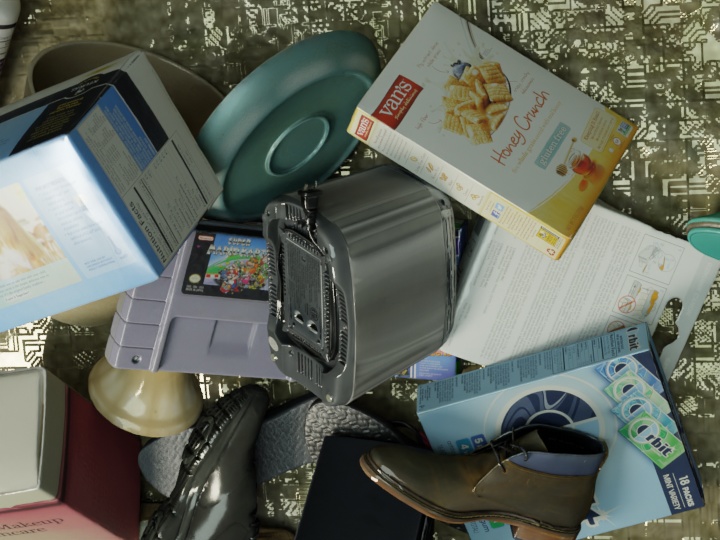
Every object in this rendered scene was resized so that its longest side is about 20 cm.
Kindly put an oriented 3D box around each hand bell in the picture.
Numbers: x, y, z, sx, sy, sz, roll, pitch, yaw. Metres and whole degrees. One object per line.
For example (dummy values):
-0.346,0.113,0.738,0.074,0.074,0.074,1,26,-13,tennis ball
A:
-0.160,0.035,1.647,0.104,0.104,0.201,26,130,6,hand bell

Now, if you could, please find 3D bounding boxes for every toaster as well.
0.000,0.000,1.557,0.113,0.129,0.201,30,132,44,toaster

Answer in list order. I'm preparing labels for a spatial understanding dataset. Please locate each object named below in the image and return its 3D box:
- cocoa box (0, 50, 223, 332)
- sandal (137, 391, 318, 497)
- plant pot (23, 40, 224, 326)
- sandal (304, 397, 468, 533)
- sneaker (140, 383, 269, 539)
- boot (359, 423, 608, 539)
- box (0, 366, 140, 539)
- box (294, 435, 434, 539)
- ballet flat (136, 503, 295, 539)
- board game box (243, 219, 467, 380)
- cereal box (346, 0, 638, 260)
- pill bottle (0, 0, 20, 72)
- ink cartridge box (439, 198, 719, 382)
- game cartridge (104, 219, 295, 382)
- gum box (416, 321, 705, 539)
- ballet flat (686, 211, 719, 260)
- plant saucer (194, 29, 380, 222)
-0.232,-0.053,1.469,0.199,0.131,0.134,-17,115,31,cocoa box
-0.098,0.156,1.735,0.199,0.043,0.077,-14,107,7,sandal
-0.217,-0.058,1.646,0.186,0.187,0.201,28,120,6,plant pot
0.036,0.166,1.695,0.199,0.045,0.075,29,118,-14,sandal
-0.120,0.193,1.685,0.090,0.076,0.201,25,99,-14,sneaker
0.103,0.153,1.571,0.199,0.075,0.097,19,112,-20,boot
-0.286,0.172,1.685,0.127,0.200,0.110,-9,65,16,box
0.002,0.264,1.644,0.103,0.148,0.201,8,125,7,box
-0.150,0.254,1.750,0.198,0.072,0.068,9,107,12,ballet flat
-0.009,0.019,1.676,0.198,0.034,0.137,5,105,12,board game box
0.107,-0.114,1.562,0.199,0.144,0.040,32,144,3,cereal box
-0.359,-0.192,1.670,0.112,0.112,0.201,23,107,7,pill bottle
0.179,0.018,1.625,0.199,0.050,0.163,19,103,-14,ink cartridge box
-0.101,0.025,1.601,0.199,0.038,0.130,6,114,-31,game cartridge
0.167,0.146,1.624,0.199,0.045,0.171,-16,120,13,gum box
0.362,-0.026,1.557,0.199,0.067,0.071,17,69,27,ballet flat
-0.056,-0.108,1.572,0.027,0.200,0.200,47,111,22,plant saucer
